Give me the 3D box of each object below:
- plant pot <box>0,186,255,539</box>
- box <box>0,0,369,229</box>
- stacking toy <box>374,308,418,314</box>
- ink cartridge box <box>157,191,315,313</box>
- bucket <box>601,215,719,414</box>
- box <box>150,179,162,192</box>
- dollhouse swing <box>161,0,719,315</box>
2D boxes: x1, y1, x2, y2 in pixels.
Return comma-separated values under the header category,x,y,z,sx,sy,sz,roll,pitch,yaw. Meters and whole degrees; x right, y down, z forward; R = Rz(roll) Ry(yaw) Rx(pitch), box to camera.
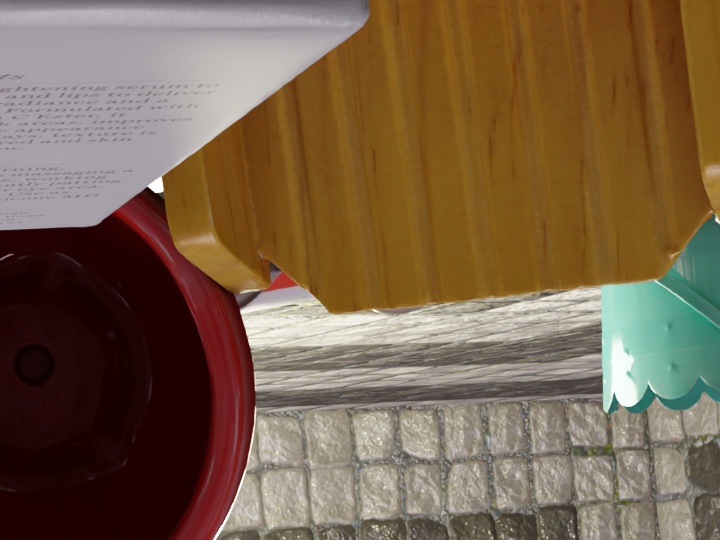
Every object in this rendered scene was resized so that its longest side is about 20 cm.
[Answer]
category,x,y,z,sx,sy,sz,roll,pitch,yaw
plant pot,-0.141,0.047,0.957,0.200,0.201,0.182,-5,-179,-2
box,-0.084,-0.097,0.463,0.106,0.153,0.200,-2,172,-19
stacking toy,0.064,-0.038,1.391,0.085,0.086,0.200,0,165,-34
ink cartridge box,0.000,0.000,1.102,0.162,0.057,0.200,-10,-155,-41
bucket,0.273,0.032,1.818,0.206,0.135,0.207,-6,172,-1
box,-0.091,-0.063,1.187,0.119,0.042,0.200,-2,170,-25
dollhouse swing,0.019,-0.069,0.768,0.199,0.183,0.176,-6,-173,13
